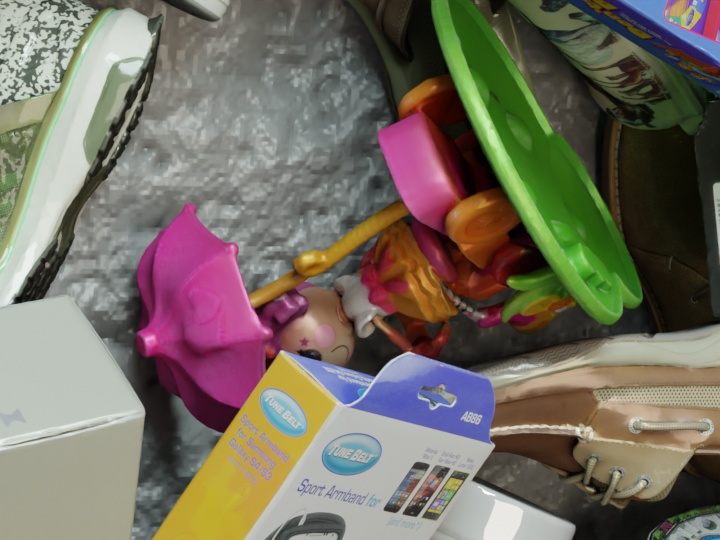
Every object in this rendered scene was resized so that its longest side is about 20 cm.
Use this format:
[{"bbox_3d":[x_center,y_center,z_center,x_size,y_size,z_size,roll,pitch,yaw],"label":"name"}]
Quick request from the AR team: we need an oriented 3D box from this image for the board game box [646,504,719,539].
[{"bbox_3d":[0.195,0.141,1.284,0.200,0.062,0.200,-7,133,-25],"label":"board game box"}]

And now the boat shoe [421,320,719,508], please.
[{"bbox_3d":[0.111,0.063,1.194,0.200,0.076,0.072,-8,86,-13],"label":"boat shoe"}]

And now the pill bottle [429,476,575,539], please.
[{"bbox_3d":[0.015,0.183,1.223,0.111,0.111,0.200,24,89,-29],"label":"pill bottle"}]

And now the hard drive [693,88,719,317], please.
[{"bbox_3d":[0.195,-0.073,1.240,0.200,0.038,0.140,-32,118,-59],"label":"hard drive"}]

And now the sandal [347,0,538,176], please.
[{"bbox_3d":[0.032,-0.119,1.197,0.080,0.057,0.201,-36,116,-13],"label":"sandal"}]

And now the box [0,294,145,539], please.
[{"bbox_3d":[-0.135,0.114,1.109,0.068,0.082,0.200,-11,132,-26],"label":"box"}]

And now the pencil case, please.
[{"bbox_3d":[0.095,-0.124,1.174,0.078,0.090,0.200,-25,151,17],"label":"pencil case"}]

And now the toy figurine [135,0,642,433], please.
[{"bbox_3d":[0.000,0.000,1.175,0.184,0.150,0.200,-27,156,13],"label":"toy figurine"}]

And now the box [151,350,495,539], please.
[{"bbox_3d":[-0.030,0.110,1.109,0.200,0.041,0.119,-57,148,9],"label":"box"}]

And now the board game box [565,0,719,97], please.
[{"bbox_3d":[0.141,-0.179,1.063,0.134,0.045,0.200,30,84,-22],"label":"board game box"}]

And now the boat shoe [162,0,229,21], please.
[{"bbox_3d":[-0.110,-0.180,1.107,0.065,0.074,0.202,-44,110,-7],"label":"boat shoe"}]

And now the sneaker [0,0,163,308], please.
[{"bbox_3d":[-0.156,-0.030,1.131,0.089,0.077,0.200,29,88,3],"label":"sneaker"}]

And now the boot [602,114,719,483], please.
[{"bbox_3d":[0.161,0.004,1.281,0.074,0.075,0.200,-20,108,-20],"label":"boot"}]
